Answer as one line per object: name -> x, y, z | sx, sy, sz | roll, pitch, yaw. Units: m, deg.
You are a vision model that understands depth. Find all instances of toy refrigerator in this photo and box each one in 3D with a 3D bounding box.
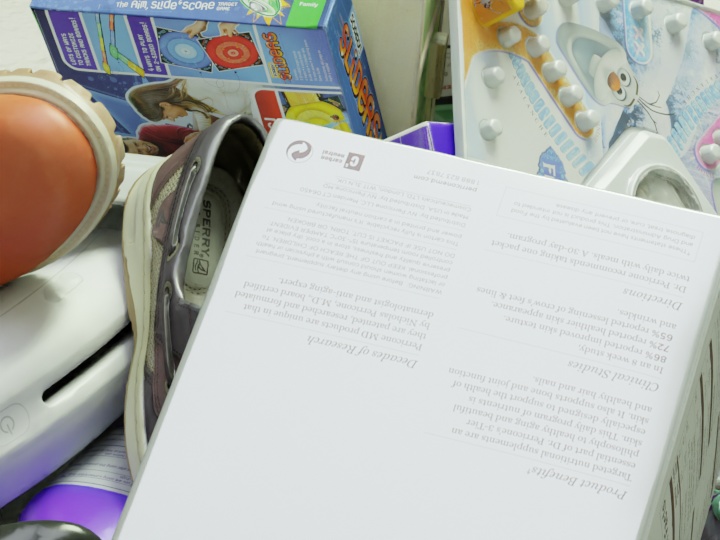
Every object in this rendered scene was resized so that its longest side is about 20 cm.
toy refrigerator -> 0.004, -0.096, 1.277 | 0.069, 0.201, 0.076 | 11, 49, 6

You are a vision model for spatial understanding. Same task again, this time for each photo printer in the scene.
photo printer -> -0.173, 0.050, 1.104 | 0.199, 0.070, 0.166 | -14, 16, 33

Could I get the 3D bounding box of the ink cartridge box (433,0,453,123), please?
ink cartridge box -> 0.021, -0.128, 1.385 | 0.144, 0.201, 0.084 | 2, 28, 11

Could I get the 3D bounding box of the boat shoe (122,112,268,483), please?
boat shoe -> -0.046, 0.031, 1.033 | 0.071, 0.065, 0.201 | 8, 53, -24

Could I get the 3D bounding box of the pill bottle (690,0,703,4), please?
pill bottle -> 0.102, -0.086, 1.283 | 0.111, 0.201, 0.112 | -3, 25, 1

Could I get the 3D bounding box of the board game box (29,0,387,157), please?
board game box -> -0.056, -0.056, 1.245 | 0.134, 0.201, 0.035 | 6, 53, 16

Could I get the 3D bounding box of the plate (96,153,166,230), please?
plate -> -0.136, -0.019, 1.199 | 0.199, 0.033, 0.199 | -11, -8, 33

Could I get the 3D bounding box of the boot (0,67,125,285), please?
boot -> -0.176, -0.003, 1.028 | 0.199, 0.075, 0.107 | -25, 14, 30

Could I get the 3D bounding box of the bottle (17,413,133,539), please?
bottle -> -0.087, 0.108, 1.049 | 0.083, 0.066, 0.200 | 14, 30, 19

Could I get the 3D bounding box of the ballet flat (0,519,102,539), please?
ballet flat -> -0.167, 0.150, 0.923 | 0.199, 0.068, 0.068 | -28, 13, 4

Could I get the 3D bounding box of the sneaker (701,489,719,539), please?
sneaker -> 0.133, 0.097, 1.024 | 0.074, 0.088, 0.199 | -22, 31, -35

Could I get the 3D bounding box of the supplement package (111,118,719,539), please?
supplement package -> 0.019, 0.089, 0.865 | 0.151, 0.151, 0.201 | 13, 60, 13

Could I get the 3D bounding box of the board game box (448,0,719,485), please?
board game box -> 0.119, -0.021, 1.090 | 0.199, 0.201, 0.026 | 12, -23, -38

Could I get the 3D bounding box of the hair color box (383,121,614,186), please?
hair color box -> 0.000, 0.000, 1.136 | 0.109, 0.065, 0.199 | 1, -15, -44
